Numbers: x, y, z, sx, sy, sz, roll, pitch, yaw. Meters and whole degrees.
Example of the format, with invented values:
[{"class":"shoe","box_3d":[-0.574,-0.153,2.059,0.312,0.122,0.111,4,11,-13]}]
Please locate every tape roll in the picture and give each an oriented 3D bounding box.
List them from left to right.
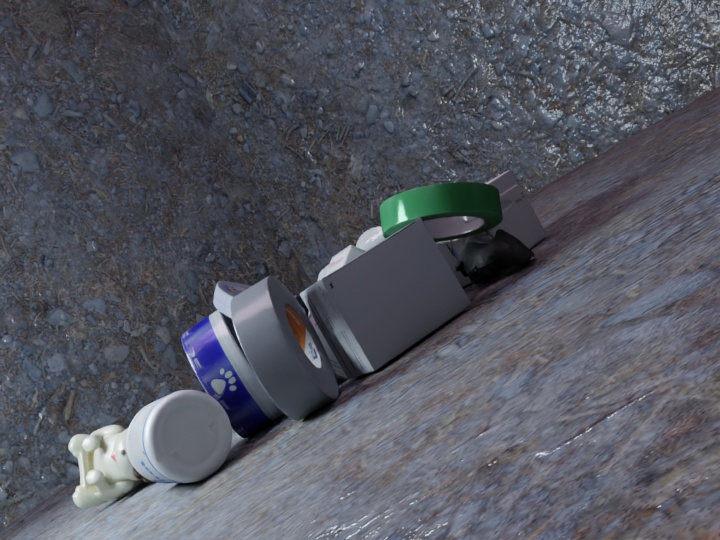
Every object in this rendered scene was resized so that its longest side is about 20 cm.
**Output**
[{"class":"tape roll","box_3d":[-0.108,0.110,1.377,0.065,0.202,0.200,-28,1,7]},{"class":"tape roll","box_3d":[0.130,-0.091,1.556,0.197,0.049,0.201,-6,-12,-1]}]

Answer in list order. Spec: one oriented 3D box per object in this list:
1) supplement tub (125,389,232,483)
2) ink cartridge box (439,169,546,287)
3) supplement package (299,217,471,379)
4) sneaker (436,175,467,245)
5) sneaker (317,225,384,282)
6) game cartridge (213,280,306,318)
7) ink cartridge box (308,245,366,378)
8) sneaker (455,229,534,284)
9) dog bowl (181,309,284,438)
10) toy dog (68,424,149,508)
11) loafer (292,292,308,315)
[{"class":"supplement tub","box_3d":[-0.278,0.255,1.453,0.131,0.133,0.200,-31,0,-25]},{"class":"ink cartridge box","box_3d":[0.216,-0.069,1.819,0.146,0.148,0.199,-32,2,-41]},{"class":"supplement package","box_3d":[0.038,0.044,1.466,0.198,0.157,0.111,-31,-1,-24]},{"class":"sneaker","box_3d":[0.143,-0.074,1.711,0.201,0.080,0.070,-48,-3,35]},{"class":"sneaker","box_3d":[0.000,0.000,1.730,0.200,0.074,0.088,-42,22,26]},{"class":"game cartridge","box_3d":[-0.171,0.054,1.562,0.131,0.042,0.200,15,4,-18]},{"class":"ink cartridge box","box_3d":[-0.033,0.072,1.600,0.203,0.084,0.146,-66,10,-12]},{"class":"sneaker","box_3d":[0.224,-0.016,1.616,0.092,0.075,0.200,-58,15,-7]},{"class":"dog bowl","box_3d":[-0.206,0.167,1.553,0.078,0.202,0.200,-32,1,-3]},{"class":"toy dog","box_3d":[-0.432,0.357,1.785,0.192,0.142,0.199,14,-30,-34]},{"class":"loafer","box_3d":[-0.134,0.104,1.709,0.202,0.069,0.069,110,176,-54]}]
